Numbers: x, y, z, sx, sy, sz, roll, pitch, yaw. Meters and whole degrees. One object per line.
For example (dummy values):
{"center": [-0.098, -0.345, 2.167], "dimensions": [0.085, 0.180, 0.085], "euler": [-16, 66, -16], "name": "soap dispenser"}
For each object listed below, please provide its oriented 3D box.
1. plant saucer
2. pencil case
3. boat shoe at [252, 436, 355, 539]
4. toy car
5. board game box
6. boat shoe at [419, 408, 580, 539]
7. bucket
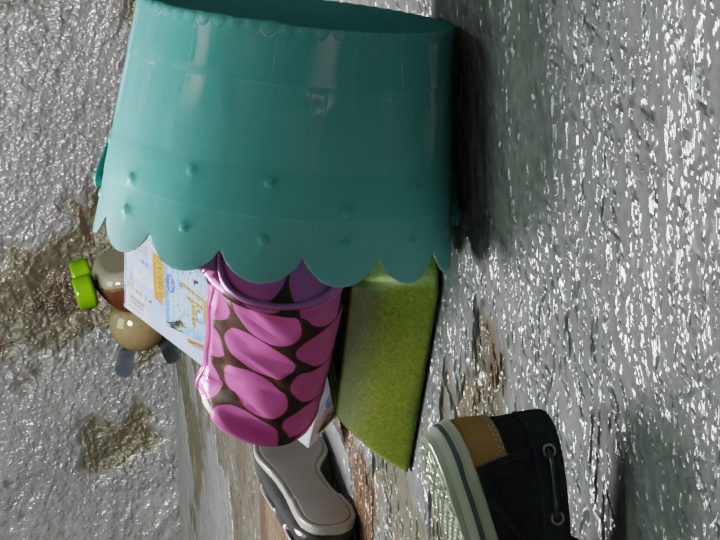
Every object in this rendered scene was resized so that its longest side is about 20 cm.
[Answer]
{"center": [0.000, 0.000, 1.230], "dimensions": [0.200, 0.048, 0.200], "euler": [98, 164, -47], "name": "plant saucer"}
{"center": [-0.063, 0.040, 1.202], "dimensions": [0.200, 0.094, 0.091], "euler": [100, 163, -56], "name": "pencil case"}
{"center": [-0.050, 0.188, 1.533], "dimensions": [0.200, 0.067, 0.057], "euler": [-124, 36, -63], "name": "boat shoe"}
{"center": [-0.362, 0.069, 2.985], "dimensions": [0.158, 0.164, 0.200], "euler": [-122, 17, -69], "name": "toy car"}
{"center": [-0.097, 0.030, 1.443], "dimensions": [0.199, 0.041, 0.200], "euler": [37, 155, 10], "name": "board game box"}
{"center": [0.081, 0.149, 0.821], "dimensions": [0.075, 0.062, 0.200], "euler": [-135, 27, -67], "name": "boat shoe"}
{"center": [-0.042, -0.079, 1.028], "dimensions": [0.207, 0.207, 0.135], "euler": [-129, 45, -72], "name": "bucket"}
